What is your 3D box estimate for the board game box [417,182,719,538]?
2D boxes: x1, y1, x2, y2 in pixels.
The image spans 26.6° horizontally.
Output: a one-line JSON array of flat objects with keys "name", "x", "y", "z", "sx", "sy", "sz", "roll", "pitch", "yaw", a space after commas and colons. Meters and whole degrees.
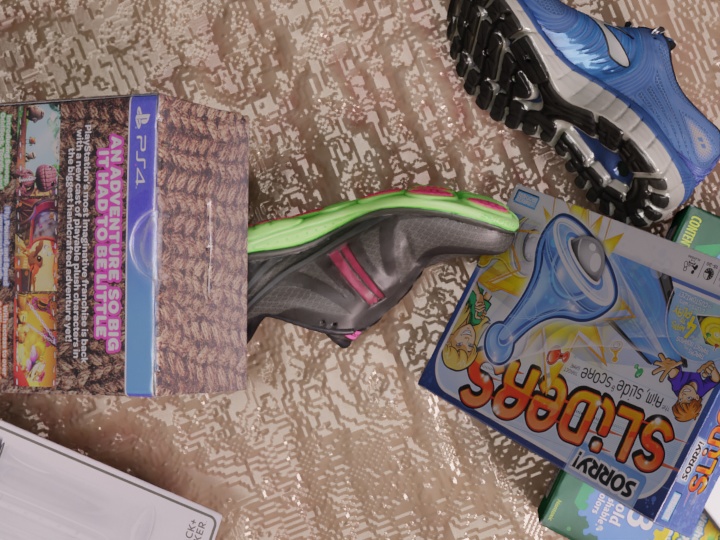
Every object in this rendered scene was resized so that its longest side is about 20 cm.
[{"name": "board game box", "x": 0.129, "y": 0.041, "z": 0.831, "sx": 0.200, "sy": 0.034, "sz": 0.136, "roll": 26, "pitch": 90, "yaw": 51}]

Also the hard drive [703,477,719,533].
[{"name": "hard drive", "x": 0.276, "y": 0.085, "z": 0.810, "sx": 0.200, "sy": 0.027, "sz": 0.132, "roll": -38, "pitch": 90, "yaw": 0}]

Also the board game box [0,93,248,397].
[{"name": "board game box", "x": -0.173, "y": -0.011, "z": 0.868, "sx": 0.200, "sy": 0.097, "sz": 0.160, "roll": 0, "pitch": 88, "yaw": 25}]

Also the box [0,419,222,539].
[{"name": "box", "x": -0.192, "y": 0.157, "z": 0.855, "sx": 0.200, "sy": 0.060, "sz": 0.117, "roll": 25, "pitch": 60, "yaw": -16}]

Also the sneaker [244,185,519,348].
[{"name": "sneaker", "x": 0.000, "y": 0.000, "z": 0.895, "sx": 0.200, "sy": 0.077, "sz": 0.084, "roll": -14, "pitch": 92, "yaw": 17}]

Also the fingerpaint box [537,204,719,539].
[{"name": "fingerpaint box", "x": 0.217, "y": 0.088, "z": 0.865, "sx": 0.167, "sy": 0.073, "sz": 0.200, "roll": 26, "pitch": 91, "yaw": 6}]

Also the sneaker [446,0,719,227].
[{"name": "sneaker", "x": 0.130, "y": -0.114, "z": 0.889, "sx": 0.089, "sy": 0.079, "sz": 0.200, "roll": -29, "pitch": 68, "yaw": -32}]
